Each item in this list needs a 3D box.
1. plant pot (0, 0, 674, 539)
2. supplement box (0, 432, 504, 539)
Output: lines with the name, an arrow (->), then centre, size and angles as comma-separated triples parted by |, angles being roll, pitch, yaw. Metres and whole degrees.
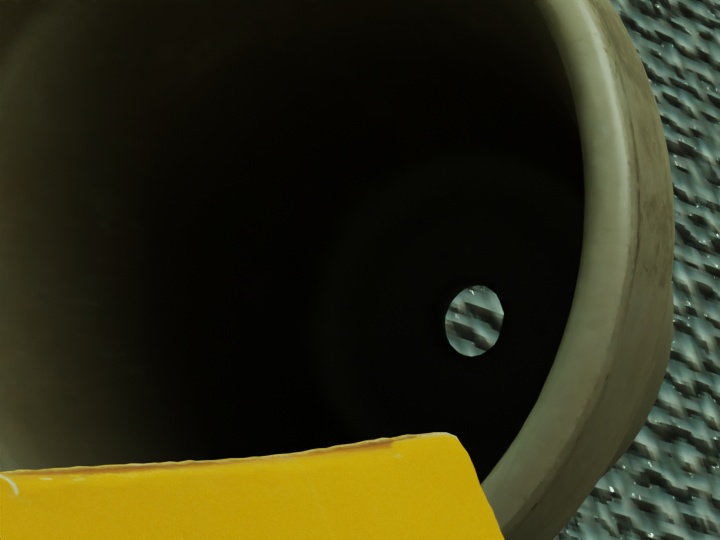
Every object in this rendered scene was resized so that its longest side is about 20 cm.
plant pot -> 0.000, 0.000, 0.711 | 0.201, 0.200, 0.175 | 63, 18, 19
supplement box -> -0.075, 0.104, 0.485 | 0.126, 0.200, 0.074 | -1, 61, -51
